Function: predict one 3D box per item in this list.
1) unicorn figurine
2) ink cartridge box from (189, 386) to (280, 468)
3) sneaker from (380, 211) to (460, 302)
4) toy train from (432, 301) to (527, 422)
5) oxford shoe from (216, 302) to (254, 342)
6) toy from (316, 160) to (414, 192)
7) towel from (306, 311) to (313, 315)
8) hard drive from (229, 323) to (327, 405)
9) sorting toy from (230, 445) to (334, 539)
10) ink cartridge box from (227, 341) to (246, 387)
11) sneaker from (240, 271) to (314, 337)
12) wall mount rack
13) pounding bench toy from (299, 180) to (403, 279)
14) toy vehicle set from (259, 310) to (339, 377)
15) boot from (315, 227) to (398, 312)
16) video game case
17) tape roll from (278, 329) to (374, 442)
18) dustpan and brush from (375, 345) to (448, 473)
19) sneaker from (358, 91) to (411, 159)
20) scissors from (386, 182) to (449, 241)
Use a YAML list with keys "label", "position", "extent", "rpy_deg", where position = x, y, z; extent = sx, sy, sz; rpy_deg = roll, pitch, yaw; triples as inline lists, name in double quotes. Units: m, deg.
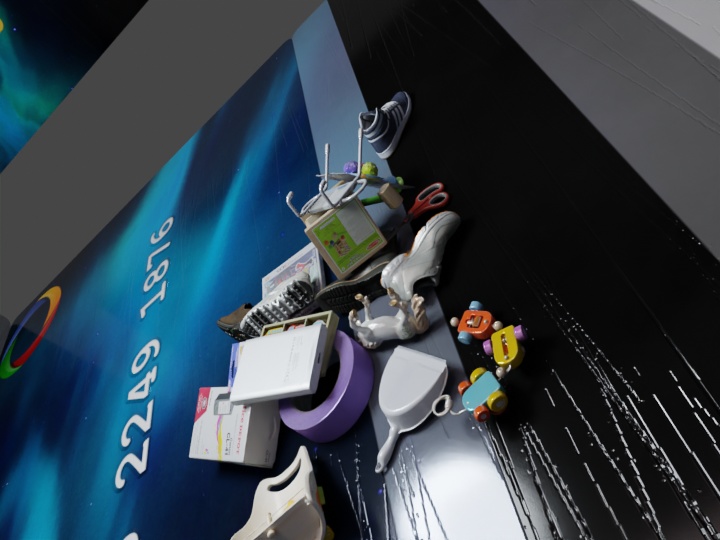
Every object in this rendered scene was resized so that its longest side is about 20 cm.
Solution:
- label: "unicorn figurine"
  position: [0.036, 0.097, 1.160]
  extent: [0.195, 0.139, 0.075]
  rpy_deg: [4, 50, 34]
- label: "ink cartridge box"
  position: [-0.257, 0.318, 1.295]
  extent: [0.197, 0.084, 0.152]
  rpy_deg: [-12, 65, 43]
- label: "sneaker"
  position: [0.134, -0.020, 1.197]
  extent: [0.092, 0.076, 0.200]
  rpy_deg: [39, 82, 28]
- label: "toy train"
  position: [0.191, 0.148, 0.986]
  extent: [0.148, 0.055, 0.204]
  rpy_deg: [-7, 52, 47]
- label: "oxford shoe"
  position: [-0.287, 0.124, 1.533]
  extent: [0.197, 0.072, 0.086]
  rpy_deg: [-3, 53, 54]
- label: "toy"
  position: [0.014, -0.210, 1.375]
  extent: [0.114, 0.196, 0.049]
  rpy_deg: [5, 87, 51]
- label: "towel"
  position: [-0.169, 0.132, 1.437]
  extent: [0.141, 0.023, 0.205]
  rpy_deg: [-12, 51, 42]
- label: "hard drive"
  position: [-0.156, 0.180, 1.197]
  extent: [0.196, 0.026, 0.135]
  rpy_deg: [-16, 49, 32]
- label: "sorting toy"
  position: [-0.130, 0.404, 1.095]
  extent: [0.199, 0.106, 0.181]
  rpy_deg: [-43, 29, 14]
- label: "ink cartridge box"
  position: [-0.216, 0.214, 1.372]
  extent: [0.196, 0.041, 0.123]
  rpy_deg: [-10, 72, 41]
- label: "sneaker"
  position: [-0.182, 0.075, 1.397]
  extent: [0.198, 0.076, 0.082]
  rpy_deg: [-35, 24, 14]
- label: "wall mount rack"
  position: [-0.056, -0.187, 1.248]
  extent: [0.197, 0.075, 0.175]
  rpy_deg: [-10, 37, 50]
- label: "pounding bench toy"
  position: [-0.011, -0.113, 1.308]
  extent: [0.198, 0.125, 0.156]
  rpy_deg: [-37, 22, 3]
- label: "toy vehicle set"
  position: [-0.135, 0.157, 1.249]
  extent: [0.196, 0.026, 0.127]
  rpy_deg: [-15, 49, 37]
- label: "boot"
  position: [0.000, 0.000, 1.325]
  extent: [0.195, 0.078, 0.141]
  rpy_deg: [-20, 40, 19]
- label: "video game case"
  position: [-0.158, 0.043, 1.470]
  extent: [0.180, 0.023, 0.203]
  rpy_deg: [-35, 39, 19]
- label: "tape roll"
  position: [-0.068, 0.219, 1.207]
  extent: [0.197, 0.065, 0.204]
  rpy_deg: [-31, 40, 29]
- label: "dustpan and brush"
  position: [0.066, 0.238, 1.057]
  extent: [0.138, 0.057, 0.202]
  rpy_deg: [9, 60, 53]
- label: "sneaker"
  position: [0.061, -0.388, 1.553]
  extent: [0.069, 0.108, 0.205]
  rpy_deg: [-9, 53, 42]
- label: "scissors"
  position: [0.101, -0.113, 1.311]
  extent: [0.198, 0.014, 0.074]
  rpy_deg: [-36, 42, -1]
